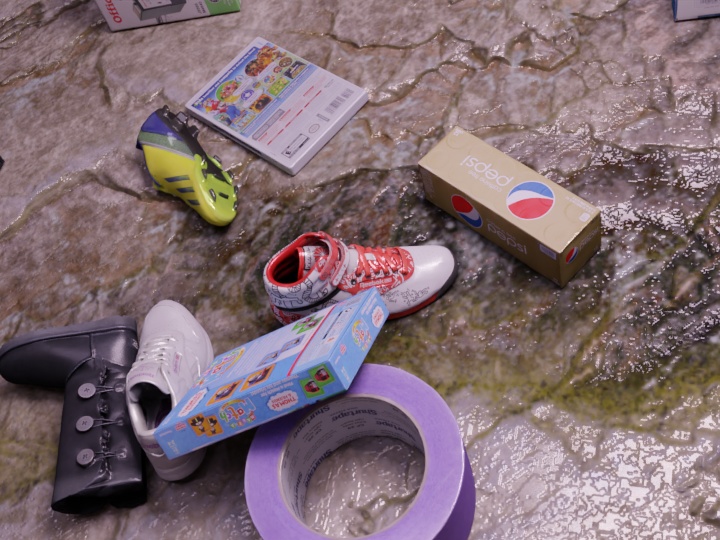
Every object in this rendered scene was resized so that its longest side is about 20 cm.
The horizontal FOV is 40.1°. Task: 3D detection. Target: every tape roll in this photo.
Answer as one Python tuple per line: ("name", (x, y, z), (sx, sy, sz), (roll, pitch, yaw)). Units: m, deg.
("tape roll", (0.001, 0.191, 0.889), (0.197, 0.085, 0.202), (-7, 55, 10))

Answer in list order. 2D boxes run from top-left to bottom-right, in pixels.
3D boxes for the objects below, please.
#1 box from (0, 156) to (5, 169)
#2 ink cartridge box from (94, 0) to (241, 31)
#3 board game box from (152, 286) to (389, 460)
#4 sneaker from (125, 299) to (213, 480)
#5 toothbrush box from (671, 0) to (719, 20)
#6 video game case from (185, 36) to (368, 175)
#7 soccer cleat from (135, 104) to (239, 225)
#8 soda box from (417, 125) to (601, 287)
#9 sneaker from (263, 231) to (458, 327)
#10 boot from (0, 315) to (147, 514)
("box", (-0.556, -0.116, 1.204), (0.085, 0.164, 0.201), (12, 59, 22))
("ink cartridge box", (-0.275, -0.420, 1.350), (0.197, 0.146, 0.085), (-7, 56, 11))
("board game box", (-0.080, 0.094, 0.921), (0.198, 0.037, 0.151), (-23, 15, 25))
("sneaker", (-0.194, 0.103, 0.994), (0.074, 0.100, 0.202), (-17, 52, 6))
("toothbrush box", (0.441, -0.406, 1.183), (0.145, 0.086, 0.202), (-5, 56, 13))
("video game case", (-0.107, -0.211, 1.239), (0.199, 0.018, 0.143), (32, 70, 31))
("soccer cleat", (-0.210, -0.113, 1.184), (0.084, 0.064, 0.201), (-47, 57, 17))
("soda box", (0.155, -0.071, 1.042), (0.068, 0.064, 0.199), (-43, 57, -16))
("sneaker", (0.000, 0.001, 1.006), (0.199, 0.108, 0.068), (-18, 53, 2))
("boot", (-0.300, 0.155, 1.014), (0.163, 0.066, 0.202), (-16, 58, 6))
